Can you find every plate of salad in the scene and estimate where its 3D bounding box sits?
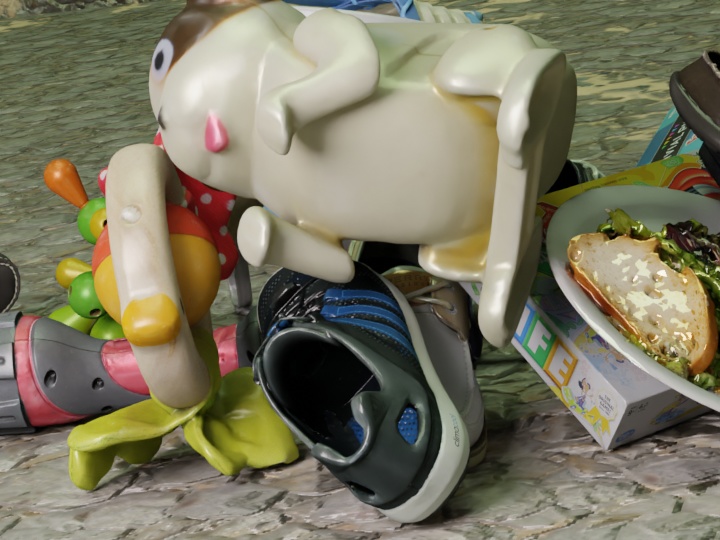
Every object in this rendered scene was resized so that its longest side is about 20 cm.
[{"bbox_3d":[0.184,0.010,1.182,0.199,0.048,0.200,16,30,-9],"label":"plate of salad"}]

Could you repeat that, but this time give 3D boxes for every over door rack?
[{"bbox_3d":[0.000,0.000,1.488,0.147,0.067,0.200,-11,13,-8],"label":"over door rack"}]

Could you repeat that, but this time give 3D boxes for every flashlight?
[{"bbox_3d":[-0.112,0.046,1.352,0.199,0.068,0.068,-8,12,7],"label":"flashlight"}]

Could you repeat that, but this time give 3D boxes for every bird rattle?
[{"bbox_3d":[-0.090,0.004,1.241,0.112,0.201,0.163,-2,-27,5],"label":"bird rattle"}]

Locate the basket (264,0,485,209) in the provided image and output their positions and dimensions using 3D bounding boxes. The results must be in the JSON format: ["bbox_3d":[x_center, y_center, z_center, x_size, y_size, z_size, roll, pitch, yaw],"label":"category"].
[{"bbox_3d":[0.002,-0.107,1.746,0.199,0.177,0.139,-2,-10,-45],"label":"basket"}]

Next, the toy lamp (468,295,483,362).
[{"bbox_3d":[0.112,0.018,1.358,0.199,0.059,0.058,-4,13,12],"label":"toy lamp"}]

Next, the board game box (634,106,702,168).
[{"bbox_3d":[0.266,-0.097,1.555,0.200,0.047,0.151,-28,13,31],"label":"board game box"}]

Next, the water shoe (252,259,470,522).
[{"bbox_3d":[-0.013,0.037,1.163,0.079,0.072,0.200,34,9,-35],"label":"water shoe"}]

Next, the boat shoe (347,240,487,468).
[{"bbox_3d":[0.019,0.031,1.255,0.074,0.069,0.200,-2,26,-11],"label":"boat shoe"}]

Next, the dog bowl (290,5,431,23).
[{"bbox_3d":[-0.007,-0.099,1.481,0.199,0.079,0.200,7,-3,0],"label":"dog bowl"}]

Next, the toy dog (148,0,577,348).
[{"bbox_3d":[-0.004,-0.079,1.185,0.199,0.140,0.194,12,41,11],"label":"toy dog"}]

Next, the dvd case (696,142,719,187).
[{"bbox_3d":[0.269,-0.012,1.240,0.199,0.018,0.143,22,14,-6],"label":"dvd case"}]

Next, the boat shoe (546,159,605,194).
[{"bbox_3d":[0.143,-0.040,1.576,0.072,0.068,0.200,1,13,35],"label":"boat shoe"}]

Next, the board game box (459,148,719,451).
[{"bbox_3d":[0.160,0.006,1.259,0.199,0.034,0.135,-17,53,-35],"label":"board game box"}]

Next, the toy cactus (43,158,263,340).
[{"bbox_3d":[-0.120,-0.021,1.437,0.165,0.102,0.200,-37,-15,-44],"label":"toy cactus"}]

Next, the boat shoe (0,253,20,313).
[{"bbox_3d":[-0.273,0.038,1.510,0.066,0.072,0.200,14,24,36],"label":"boat shoe"}]

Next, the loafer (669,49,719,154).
[{"bbox_3d":[0.240,-0.064,1.196,0.200,0.072,0.073,30,15,27],"label":"loafer"}]
